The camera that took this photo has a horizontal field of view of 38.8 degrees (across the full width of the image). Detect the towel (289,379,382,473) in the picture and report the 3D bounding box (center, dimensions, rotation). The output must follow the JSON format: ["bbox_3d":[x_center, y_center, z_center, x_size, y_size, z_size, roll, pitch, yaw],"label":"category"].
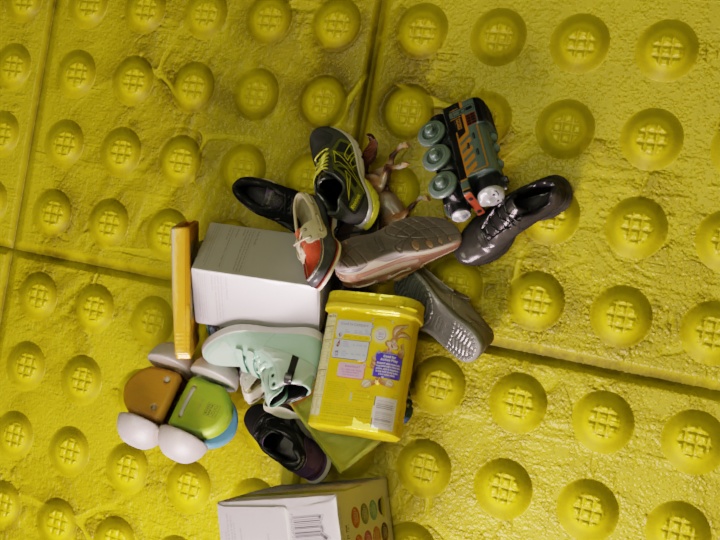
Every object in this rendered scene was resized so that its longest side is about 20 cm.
[{"bbox_3d":[-0.055,0.205,1.558,0.086,0.018,0.200,-38,67,-2],"label":"towel"}]

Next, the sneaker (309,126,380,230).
[{"bbox_3d":[-0.038,-0.152,1.561,0.075,0.084,0.201,-50,52,29],"label":"sneaker"}]

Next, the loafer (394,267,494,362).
[{"bbox_3d":[0.127,0.062,1.554,0.200,0.069,0.076,48,129,30],"label":"loafer"}]

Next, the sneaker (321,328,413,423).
[{"bbox_3d":[-0.001,0.180,1.596,0.200,0.077,0.086,41,112,27],"label":"sneaker"}]

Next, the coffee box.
[{"bbox_3d":[-0.072,0.427,1.531,0.198,0.197,0.202,-9,83,22],"label":"coffee box"}]

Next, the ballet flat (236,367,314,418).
[{"bbox_3d":[-0.140,0.191,1.627,0.199,0.071,0.070,21,139,31],"label":"ballet flat"}]

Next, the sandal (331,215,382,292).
[{"bbox_3d":[0.000,0.000,1.609,0.081,0.054,0.202,19,111,36],"label":"sandal"}]

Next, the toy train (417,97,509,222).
[{"bbox_3d":[0.155,-0.165,1.517,0.113,0.085,0.202,-24,50,19],"label":"toy train"}]

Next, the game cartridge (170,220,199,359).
[{"bbox_3d":[-0.271,0.027,1.601,0.032,0.176,0.203,-2,97,-4],"label":"game cartridge"}]

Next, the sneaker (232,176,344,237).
[{"bbox_3d":[-0.117,-0.098,1.637,0.198,0.087,0.077,19,91,21],"label":"sneaker"}]

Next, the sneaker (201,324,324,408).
[{"bbox_3d":[-0.158,0.148,1.546,0.198,0.074,0.119,-4,49,16],"label":"sneaker"}]

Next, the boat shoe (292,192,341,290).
[{"bbox_3d":[-0.070,-0.046,1.510,0.071,0.062,0.201,-46,26,28],"label":"boat shoe"}]

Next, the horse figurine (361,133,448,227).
[{"bbox_3d":[0.049,-0.113,1.591,0.132,0.050,0.201,-33,83,39],"label":"horse figurine"}]

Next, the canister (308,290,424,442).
[{"bbox_3d":[0.007,0.141,1.504,0.147,0.087,0.202,5,74,20],"label":"canister"}]

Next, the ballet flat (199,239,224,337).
[{"bbox_3d":[-0.227,0.041,1.695,0.074,0.074,0.202,-16,82,20],"label":"ballet flat"}]

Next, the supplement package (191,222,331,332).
[{"bbox_3d":[-0.149,0.016,1.587,0.197,0.118,0.118,8,131,6],"label":"supplement package"}]

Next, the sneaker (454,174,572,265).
[{"bbox_3d":[0.216,-0.079,1.507,0.199,0.091,0.076,-39,75,17],"label":"sneaker"}]

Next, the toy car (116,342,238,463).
[{"bbox_3d":[-0.283,0.227,1.663,0.198,0.150,0.176,11,63,26],"label":"toy car"}]

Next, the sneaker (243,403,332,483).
[{"bbox_3d":[-0.131,0.255,1.602,0.199,0.087,0.076,27,87,44],"label":"sneaker"}]

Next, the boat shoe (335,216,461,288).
[{"bbox_3d":[0.055,-0.025,1.531,0.198,0.072,0.076,-13,49,-3],"label":"boat shoe"}]
